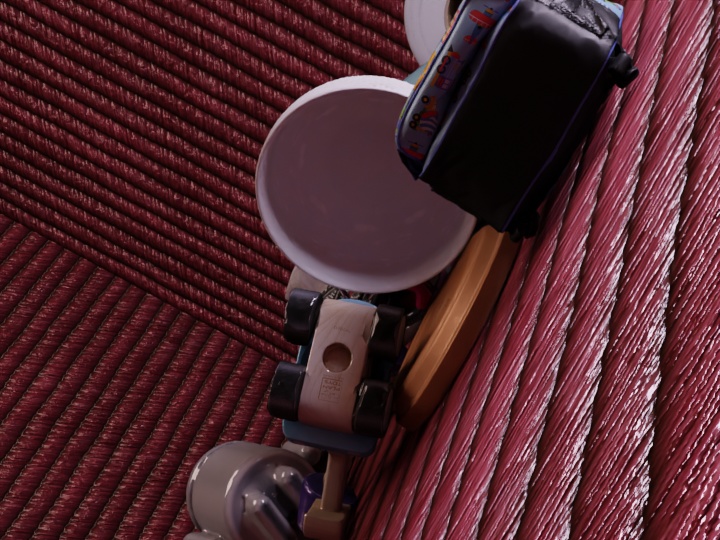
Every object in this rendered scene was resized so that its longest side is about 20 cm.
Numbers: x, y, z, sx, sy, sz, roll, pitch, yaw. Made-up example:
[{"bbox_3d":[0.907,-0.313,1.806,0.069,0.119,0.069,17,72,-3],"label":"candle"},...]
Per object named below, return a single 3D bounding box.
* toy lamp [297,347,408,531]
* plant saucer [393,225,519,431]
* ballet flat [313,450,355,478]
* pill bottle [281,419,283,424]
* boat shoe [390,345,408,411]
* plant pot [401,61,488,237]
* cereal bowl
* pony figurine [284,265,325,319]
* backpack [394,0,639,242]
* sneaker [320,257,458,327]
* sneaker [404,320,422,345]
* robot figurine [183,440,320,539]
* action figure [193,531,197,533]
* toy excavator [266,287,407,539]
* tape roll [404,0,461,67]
[{"bbox_3d":[-0.010,0.163,1.202,0.058,0.058,0.201,-66,-3,-72],"label":"toy lamp"},{"bbox_3d":[0.078,0.042,1.088,0.201,0.032,0.200,-62,2,4],"label":"plant saucer"},{"bbox_3d":[-0.020,0.179,1.411,0.046,0.067,0.201,-43,23,60],"label":"ballet flat"},{"bbox_3d":[-0.061,0.193,1.797,0.107,0.106,0.200,-62,1,-3],"label":"pill bottle"},{"bbox_3d":[0.021,0.102,1.312,0.072,0.072,0.200,-60,-3,-15],"label":"boat shoe"},{"bbox_3d":[0.075,-0.112,1.285,0.196,0.200,0.201,-51,-7,-48],"label":"plant pot"},{"bbox_3d":[0.009,-0.085,1.136,0.083,0.199,0.201,-82,18,-61],"label":"cereal bowl"},{"bbox_3d":[0.000,0.000,1.390,0.166,0.199,0.194,38,122,56],"label":"pony figurine"},{"bbox_3d":[0.124,-0.146,0.981,0.183,0.134,0.200,-60,-1,27],"label":"backpack"},{"bbox_3d":[0.009,0.034,1.241,0.200,0.081,0.075,-36,7,41],"label":"sneaker"},{"bbox_3d":[0.003,0.090,1.498,0.201,0.099,0.078,-62,1,-5],"label":"sneaker"},{"bbox_3d":[-0.113,0.239,1.326,0.169,0.113,0.200,-38,15,-24],"label":"robot figurine"},{"bbox_3d":[-0.116,0.322,1.587,0.199,0.102,0.119,-30,11,33],"label":"action figure"},{"bbox_3d":[-0.017,0.132,1.114,0.200,0.099,0.196,72,-151,-71],"label":"toy excavator"},{"bbox_3d":[0.159,-0.312,1.484,0.203,0.202,0.139,-61,2,26],"label":"tape roll"}]
